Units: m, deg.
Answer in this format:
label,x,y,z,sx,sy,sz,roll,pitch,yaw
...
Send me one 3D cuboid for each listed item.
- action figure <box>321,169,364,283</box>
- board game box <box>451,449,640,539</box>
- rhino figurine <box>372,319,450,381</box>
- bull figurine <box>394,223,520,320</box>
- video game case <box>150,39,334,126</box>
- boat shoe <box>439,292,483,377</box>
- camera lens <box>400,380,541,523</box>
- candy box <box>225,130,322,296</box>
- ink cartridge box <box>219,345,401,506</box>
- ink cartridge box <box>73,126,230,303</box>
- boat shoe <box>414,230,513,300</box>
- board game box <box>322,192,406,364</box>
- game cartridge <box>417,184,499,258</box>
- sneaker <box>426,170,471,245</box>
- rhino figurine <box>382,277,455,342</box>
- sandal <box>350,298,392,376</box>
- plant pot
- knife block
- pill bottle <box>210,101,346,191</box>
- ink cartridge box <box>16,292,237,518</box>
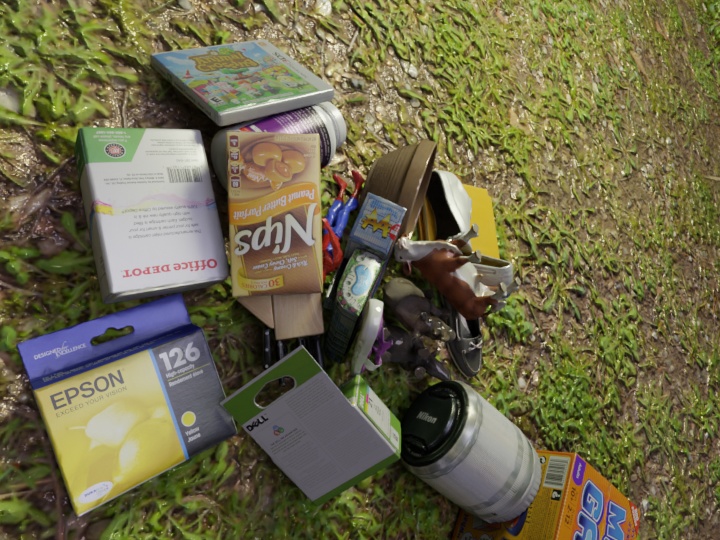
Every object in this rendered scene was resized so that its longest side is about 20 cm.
label,x,y,z,sx,sy,sz,roll,pitch,yaw
action figure,-0.058,-0.078,0.799,0.099,0.065,0.202,34,59,-44
board game box,0.306,0.438,0.849,0.200,0.199,0.201,41,58,-21
rhino figurine,0.081,0.136,0.840,0.199,0.087,0.060,30,91,-27
bull figurine,0.141,0.000,0.751,0.200,0.121,0.065,42,49,-26
video game case,-0.168,-0.281,0.739,0.199,0.022,0.182,-28,58,-36
boat shoe,0.194,0.098,0.942,0.066,0.057,0.202,-9,84,-38
camera lens,0.172,0.287,0.816,0.200,0.160,0.161,41,59,-20
candy box,-0.109,-0.071,0.649,0.114,0.055,0.202,-2,93,-12
ink cartridge box,-0.060,0.193,0.679,0.200,0.147,0.076,51,16,-13
ink cartridge box,-0.263,-0.070,0.644,0.144,0.084,0.202,-10,84,-36
boat shoe,0.161,-0.026,0.843,0.074,0.201,0.087,-25,128,-36
board game box,0.000,0.000,0.728,0.061,0.200,0.201,23,54,5
game cartridge,0.194,-0.086,1.008,0.199,0.032,0.178,4,76,-37
sneaker,0.183,-0.089,0.934,0.084,0.073,0.202,-5,81,-36
rhino figurine,0.091,0.067,0.801,0.087,0.200,0.060,21,103,-20
sandal,0.018,0.102,0.694,0.049,0.203,0.083,15,69,2
plant pot,0.056,-0.126,0.851,0.092,0.201,0.202,18,63,9
knife block,-0.079,0.058,0.721,0.175,0.064,0.200,40,81,-10
pill bottle,-0.115,-0.185,0.760,0.200,0.112,0.113,-36,100,-35
ink cartridge box,-0.270,0.147,0.612,0.197,0.047,0.202,-20,93,-36
